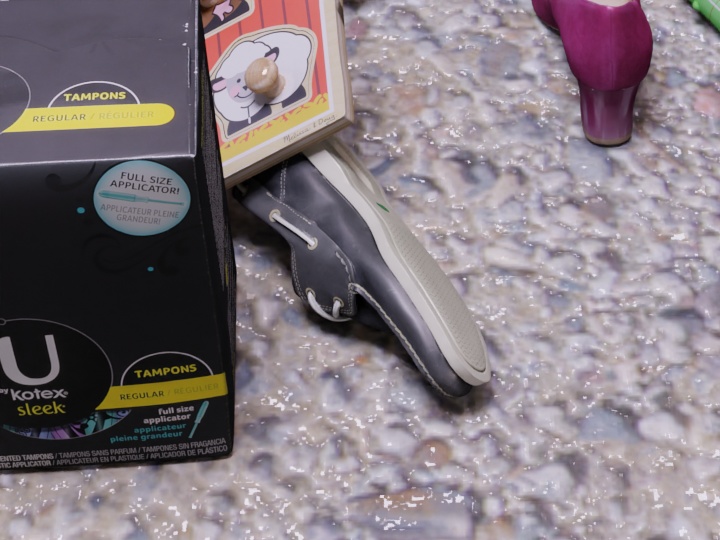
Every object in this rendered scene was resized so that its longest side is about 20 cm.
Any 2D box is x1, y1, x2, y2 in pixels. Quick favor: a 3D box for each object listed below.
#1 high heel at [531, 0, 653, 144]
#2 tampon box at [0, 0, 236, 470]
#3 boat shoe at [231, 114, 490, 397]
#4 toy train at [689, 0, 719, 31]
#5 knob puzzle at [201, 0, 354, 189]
[{"bbox_3d":[0.136,-0.172,1.147,0.067,0.096,0.200,0,45,4],"label":"high heel"},{"bbox_3d":[-0.141,-0.017,0.934,0.149,0.200,0.126,-4,44,0],"label":"tampon box"},{"bbox_3d":[0.000,0.000,1.018,0.068,0.072,0.200,-45,56,10],"label":"boat shoe"},{"bbox_3d":[0.211,-0.198,1.211,0.056,0.042,0.200,-27,48,-9],"label":"toy train"},{"bbox_3d":[-0.095,-0.130,1.079,0.219,0.030,0.220,-18,56,28],"label":"knob puzzle"}]
